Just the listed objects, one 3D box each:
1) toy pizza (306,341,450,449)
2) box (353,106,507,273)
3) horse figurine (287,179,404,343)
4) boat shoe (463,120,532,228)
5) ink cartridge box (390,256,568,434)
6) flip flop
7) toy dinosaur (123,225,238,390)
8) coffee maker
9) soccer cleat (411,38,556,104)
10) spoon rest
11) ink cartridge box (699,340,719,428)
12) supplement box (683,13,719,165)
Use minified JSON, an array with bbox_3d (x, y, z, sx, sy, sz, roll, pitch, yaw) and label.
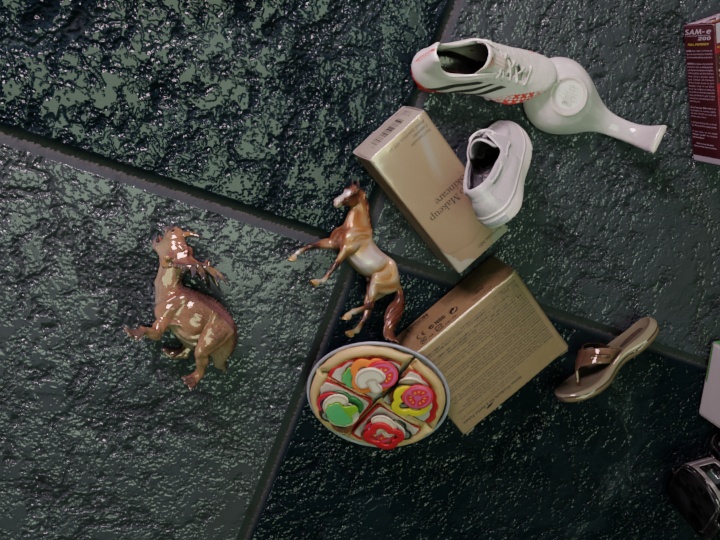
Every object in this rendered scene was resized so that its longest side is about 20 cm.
[{"bbox_3d":[0.023,0.180,0.891,0.199,0.032,0.201,3,125,5],"label":"toy pizza"},{"bbox_3d":[0.092,-0.103,0.838,0.095,0.078,0.200,-43,114,0],"label":"box"},{"bbox_3d":[0.000,0.000,0.852,0.133,0.050,0.200,-44,107,-22],"label":"horse figurine"},{"bbox_3d":[0.160,-0.136,0.797,0.072,0.200,0.069,-19,125,38],"label":"boat shoe"},{"bbox_3d":[0.170,0.107,0.933,0.200,0.075,0.165,-39,115,-1],"label":"ink cartridge box"},{"bbox_3d":[0.375,0.131,1.007,0.200,0.081,0.058,-39,97,-3],"label":"flip flop"},{"bbox_3d":[-0.199,0.055,0.803,0.135,0.086,0.200,-42,120,-8],"label":"toy dinosaur"},{"bbox_3d":[0.659,0.383,1.141,0.199,0.135,0.193,-21,113,-9],"label":"coffee maker"},{"bbox_3d":[0.161,-0.249,0.801,0.199,0.085,0.069,0,86,-15],"label":"soccer cleat"},{"bbox_3d":[0.313,-0.217,0.888,0.199,0.061,0.100,23,99,-9],"label":"spoon rest"},{"bbox_3d":[0.703,0.189,1.117,0.199,0.083,0.147,-7,110,-15],"label":"ink cartridge box"},{"bbox_3d":[0.534,-0.264,0.929,0.108,0.061,0.201,-21,111,-9],"label":"supplement box"}]
